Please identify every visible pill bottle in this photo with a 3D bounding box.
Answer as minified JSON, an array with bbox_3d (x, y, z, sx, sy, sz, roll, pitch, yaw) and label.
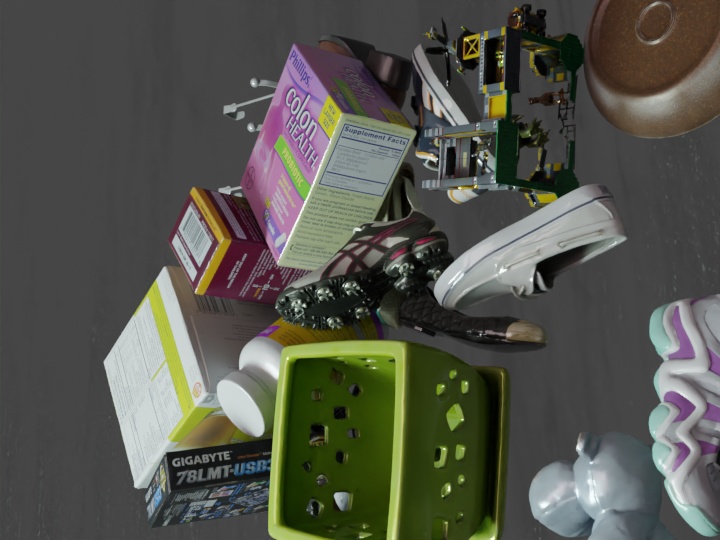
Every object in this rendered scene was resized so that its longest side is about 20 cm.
[{"bbox_3d":[-0.065,0.099,1.034,0.104,0.200,0.105,27,136,30],"label":"pill bottle"}]

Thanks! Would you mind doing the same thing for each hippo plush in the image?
[{"bbox_3d":[0.197,0.212,0.739,0.200,0.159,0.161,-37,56,40],"label":"hippo plush"}]

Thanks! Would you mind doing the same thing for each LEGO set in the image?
[{"bbox_3d":[0.133,-0.149,0.903,0.116,0.153,0.201,2,98,51],"label":"LEGO set"}]

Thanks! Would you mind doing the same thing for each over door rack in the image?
[{"bbox_3d":[-0.149,-0.191,1.317,0.200,0.066,0.149,-12,71,48],"label":"over door rack"}]

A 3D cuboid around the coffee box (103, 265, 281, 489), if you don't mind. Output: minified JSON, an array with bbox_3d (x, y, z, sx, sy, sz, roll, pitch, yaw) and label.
[{"bbox_3d":[-0.183,0.142,1.174,0.198,0.199,0.200,-52,47,30],"label":"coffee box"}]

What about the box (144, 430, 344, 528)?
[{"bbox_3d":[-0.137,0.242,1.052,0.200,0.198,0.050,124,136,-59],"label":"box"}]

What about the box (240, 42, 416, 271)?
[{"bbox_3d":[-0.046,-0.129,1.069,0.201,0.096,0.176,-63,35,28],"label":"box"}]

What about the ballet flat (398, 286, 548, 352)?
[{"bbox_3d":[0.112,0.048,0.953,0.200,0.066,0.057,11,79,49],"label":"ballet flat"}]

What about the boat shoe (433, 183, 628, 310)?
[{"bbox_3d":[0.163,-0.005,0.886,0.200,0.072,0.066,-30,62,17],"label":"boat shoe"}]

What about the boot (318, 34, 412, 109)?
[{"bbox_3d":[-0.017,-0.192,1.183,0.188,0.068,0.201,33,114,41],"label":"boot"}]

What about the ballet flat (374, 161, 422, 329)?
[{"bbox_3d":[0.043,-0.035,1.056,0.062,0.067,0.201,-18,68,33],"label":"ballet flat"}]

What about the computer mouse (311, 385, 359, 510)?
[{"bbox_3d":[-0.009,0.241,1.066,0.110,0.044,0.201,-36,55,38],"label":"computer mouse"}]

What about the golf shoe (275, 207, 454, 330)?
[{"bbox_3d":[0.000,0.000,0.998,0.199,0.077,0.088,-20,48,-3],"label":"golf shoe"}]

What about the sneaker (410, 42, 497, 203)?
[{"bbox_3d":[0.090,-0.163,1.017,0.079,0.078,0.201,-42,53,28],"label":"sneaker"}]

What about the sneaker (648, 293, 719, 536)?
[{"bbox_3d":[0.295,0.092,0.692,0.140,0.078,0.201,-25,46,38],"label":"sneaker"}]

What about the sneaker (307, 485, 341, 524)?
[{"bbox_3d":[-0.019,0.330,1.006,0.071,0.098,0.201,-16,85,54],"label":"sneaker"}]

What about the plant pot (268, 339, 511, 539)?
[{"bbox_3d":[0.038,0.177,0.918,0.200,0.181,0.200,-6,77,49],"label":"plant pot"}]

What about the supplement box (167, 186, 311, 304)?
[{"bbox_3d":[-0.121,-0.023,1.139,0.086,0.199,0.110,-58,44,24],"label":"supplement box"}]

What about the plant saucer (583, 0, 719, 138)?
[{"bbox_3d":[0.279,-0.223,0.840,0.200,0.037,0.201,-14,72,48],"label":"plant saucer"}]
